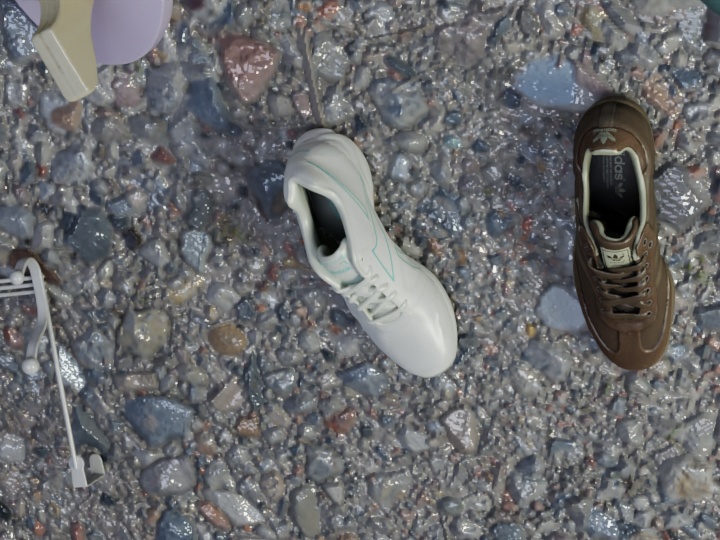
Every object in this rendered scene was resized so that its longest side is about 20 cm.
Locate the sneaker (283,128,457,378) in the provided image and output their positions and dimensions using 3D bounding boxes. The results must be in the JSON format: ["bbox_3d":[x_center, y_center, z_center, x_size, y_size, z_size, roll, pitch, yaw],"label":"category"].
[{"bbox_3d":[0.000,0.000,1.303,0.070,0.080,0.201,-26,105,24],"label":"sneaker"}]

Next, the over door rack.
[{"bbox_3d":[-0.301,0.095,1.448,0.147,0.067,0.201,-5,111,21],"label":"over door rack"}]

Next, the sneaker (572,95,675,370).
[{"bbox_3d":[0.171,-0.014,1.244,0.070,0.076,0.201,-3,112,19],"label":"sneaker"}]

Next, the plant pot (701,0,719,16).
[{"bbox_3d":[0.266,-0.222,1.087,0.199,0.134,0.201,6,115,14],"label":"plant pot"}]

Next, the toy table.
[{"bbox_3d":[-0.221,-0.219,1.253,0.184,0.117,0.200,-36,100,28],"label":"toy table"}]
